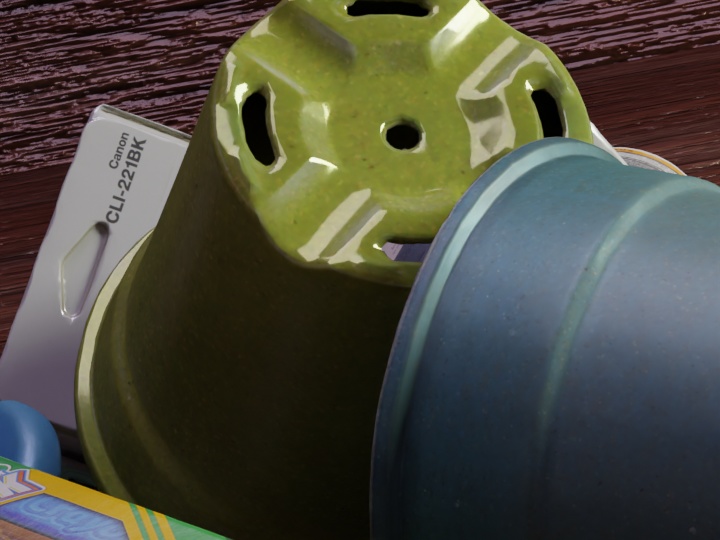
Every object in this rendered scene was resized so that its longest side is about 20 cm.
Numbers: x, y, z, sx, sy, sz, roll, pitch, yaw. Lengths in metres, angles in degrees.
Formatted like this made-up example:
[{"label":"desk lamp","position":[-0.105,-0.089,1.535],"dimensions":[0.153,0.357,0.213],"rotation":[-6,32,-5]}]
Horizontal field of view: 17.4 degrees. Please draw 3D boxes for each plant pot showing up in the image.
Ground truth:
[{"label":"plant pot","position":[0.137,0.064,0.702],"dimensions":[0.196,0.201,0.200],"rotation":[5,17,35]},{"label":"plant pot","position":[0.000,0.000,0.848],"dimensions":[0.200,0.201,0.184],"rotation":[-15,-29,-18]}]

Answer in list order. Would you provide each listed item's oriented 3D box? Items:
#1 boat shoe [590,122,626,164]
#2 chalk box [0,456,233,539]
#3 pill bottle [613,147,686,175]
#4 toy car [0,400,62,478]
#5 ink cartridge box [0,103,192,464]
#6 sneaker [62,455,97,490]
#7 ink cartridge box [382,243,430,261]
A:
[{"label":"boat shoe","position":[0.137,-0.006,1.044],"dimensions":[0.200,0.067,0.074],"rotation":[32,8,-43]},{"label":"chalk box","position":[-0.122,0.135,0.682],"dimensions":[0.124,0.125,0.200],"rotation":[-18,20,-36]},{"label":"pill bottle","position":[0.124,0.006,1.224],"dimensions":[0.116,0.117,0.200],"rotation":[-9,10,15]},{"label":"toy car","position":[-0.180,0.113,0.862],"dimensions":[0.200,0.151,0.175],"rotation":[-18,11,-35]},{"label":"ink cartridge box","position":[-0.112,0.025,1.096],"dimensions":[0.083,0.145,0.200],"rotation":[19,-13,-3]},{"label":"sneaker","position":[-0.180,0.113,1.080],"dimensions":[0.199,0.078,0.140],"rotation":[-10,11,9]},{"label":"ink cartridge box","position":[0.043,0.004,1.071],"dimensions":[0.200,0.067,0.117],"rotation":[42,9,37]}]
